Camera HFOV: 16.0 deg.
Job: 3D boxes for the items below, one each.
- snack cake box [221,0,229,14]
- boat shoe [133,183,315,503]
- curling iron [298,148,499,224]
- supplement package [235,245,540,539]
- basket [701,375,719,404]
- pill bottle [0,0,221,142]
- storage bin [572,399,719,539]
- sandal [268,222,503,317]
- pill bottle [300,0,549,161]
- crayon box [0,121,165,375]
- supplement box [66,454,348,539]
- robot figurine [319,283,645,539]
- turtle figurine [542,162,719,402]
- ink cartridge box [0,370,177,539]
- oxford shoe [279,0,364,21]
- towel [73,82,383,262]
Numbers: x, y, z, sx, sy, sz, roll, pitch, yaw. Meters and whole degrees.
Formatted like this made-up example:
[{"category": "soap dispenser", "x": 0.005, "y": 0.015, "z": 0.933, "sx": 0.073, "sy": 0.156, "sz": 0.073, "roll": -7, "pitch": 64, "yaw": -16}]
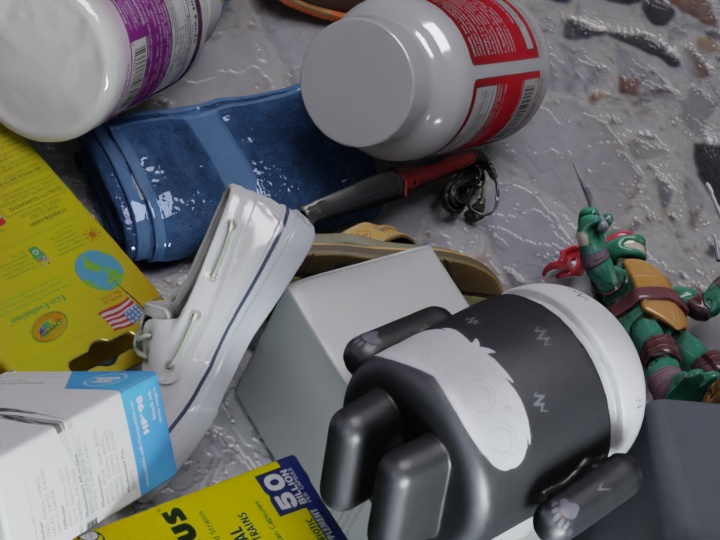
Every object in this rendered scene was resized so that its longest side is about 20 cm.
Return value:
[{"category": "snack cake box", "x": -0.088, "y": -0.277, "z": 1.787, "sx": 0.067, "sy": 0.200, "sz": 0.115, "roll": 26, "pitch": 47, "yaw": -1}, {"category": "boat shoe", "x": -0.106, "y": 0.040, "z": 1.547, "sx": 0.067, "sy": 0.074, "sz": 0.201, "roll": 31, "pitch": 85, "yaw": -14}, {"category": "curling iron", "x": 0.030, "y": -0.051, "z": 1.729, "sx": 0.200, "sy": 0.026, "sz": 0.050, "roll": -10, "pitch": 81, "yaw": -49}, {"category": "supplement package", "x": 0.029, "y": 0.105, "z": 1.576, "sx": 0.117, "sy": 0.117, "sz": 0.200, "roll": -16, "pitch": 61, "yaw": -32}, {"category": "basket", "x": 0.288, "y": 0.095, "z": 1.639, "sx": 0.142, "sy": 0.200, "sz": 0.149, "roll": 22, "pitch": 49, "yaw": -2}, {"category": "pill bottle", "x": -0.169, "y": -0.162, "z": 1.694, "sx": 0.112, "sy": 0.112, "sz": 0.200, "roll": 35, "pitch": 26, "yaw": 8}, {"category": "storage bin", "x": 0.181, "y": 0.175, "z": 1.525, "sx": 0.145, "sy": 0.200, "sz": 0.135, "roll": 6, "pitch": 50, "yaw": -18}, {"category": "sandal", "x": 0.000, "y": 0.000, "z": 1.684, "sx": 0.199, "sy": 0.081, "sz": 0.054, "roll": 8, "pitch": 41, "yaw": -11}, {"category": "pill bottle", "x": 0.042, "y": -0.134, "z": 1.739, "sx": 0.112, "sy": 0.112, "sz": 0.200, "roll": 44, "pitch": 24, "yaw": 15}, {"category": "crayon box", "x": -0.216, "y": 0.006, "z": 1.597, "sx": 0.127, "sy": 0.051, "sz": 0.200, "roll": -26, "pitch": 65, "yaw": -38}, {"category": "supplement box", "x": -0.104, "y": 0.203, "z": 1.441, "sx": 0.199, "sy": 0.110, "sz": 0.109, "roll": -19, "pitch": 61, "yaw": -34}, {"category": "robot figurine", "x": 0.070, "y": 0.086, "z": 1.449, "sx": 0.200, "sy": 0.125, "sz": 0.151, "roll": -26, "pitch": 89, "yaw": -35}, {"category": "turtle figurine", "x": 0.205, "y": 0.019, "z": 1.733, "sx": 0.149, "sy": 0.101, "sz": 0.200, "roll": 3, "pitch": 46, "yaw": -28}, {"category": "ink cartridge box", "x": -0.206, "y": 0.115, "z": 1.413, "sx": 0.115, "sy": 0.067, "sz": 0.200, "roll": -2, "pitch": 14, "yaw": 31}, {"category": "oxford shoe", "x": 0.022, "y": -0.231, "z": 1.883, "sx": 0.199, "sy": 0.073, "sz": 0.071, "roll": -6, "pitch": 55, "yaw": -27}, {"category": "towel", "x": -0.086, "y": -0.067, "z": 1.717, "sx": 0.199, "sy": 0.049, "sz": 0.112, "roll": -11, "pitch": 58, "yaw": -30}]
